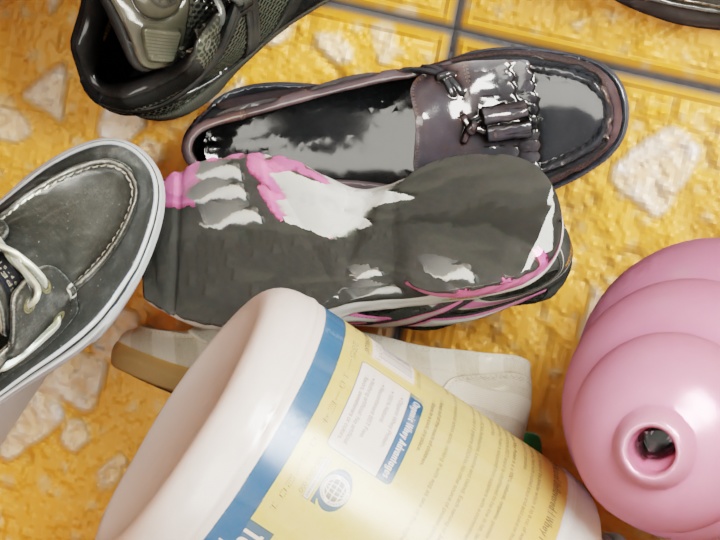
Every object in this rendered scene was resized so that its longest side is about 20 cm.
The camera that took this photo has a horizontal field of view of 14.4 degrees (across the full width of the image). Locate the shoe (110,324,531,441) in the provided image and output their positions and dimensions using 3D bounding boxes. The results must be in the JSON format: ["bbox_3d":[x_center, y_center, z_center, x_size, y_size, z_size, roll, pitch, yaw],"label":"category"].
[{"bbox_3d":[-0.016,0.047,1.287,0.199,0.070,0.054,12,80,18],"label":"shoe"}]

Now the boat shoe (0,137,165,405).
[{"bbox_3d":[-0.153,0.017,1.194,0.072,0.071,0.200,39,71,8],"label":"boat shoe"}]

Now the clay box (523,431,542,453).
[{"bbox_3d":[0.031,0.175,1.300,0.114,0.048,0.201,-2,99,16],"label":"clay box"}]

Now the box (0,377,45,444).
[{"bbox_3d":[-0.244,0.002,1.310,0.200,0.124,0.098,37,106,8],"label":"box"}]

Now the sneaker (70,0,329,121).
[{"bbox_3d":[-0.050,-0.139,1.241,0.199,0.114,0.076,-40,87,13],"label":"sneaker"}]

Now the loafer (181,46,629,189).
[{"bbox_3d":[0.017,-0.057,1.259,0.199,0.063,0.072,-4,95,16],"label":"loafer"}]

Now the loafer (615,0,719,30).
[{"bbox_3d":[0.118,-0.143,1.214,0.199,0.072,0.073,12,101,13],"label":"loafer"}]

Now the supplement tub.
[{"bbox_3d":[0.007,0.116,1.166,0.200,0.145,0.145,34,106,-10],"label":"supplement tub"}]

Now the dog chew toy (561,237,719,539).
[{"bbox_3d":[0.137,0.055,1.172,0.124,0.200,0.125,2,98,17],"label":"dog chew toy"}]

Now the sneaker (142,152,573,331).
[{"bbox_3d":[0.000,0.000,1.242,0.199,0.086,0.081,2,73,21],"label":"sneaker"}]
